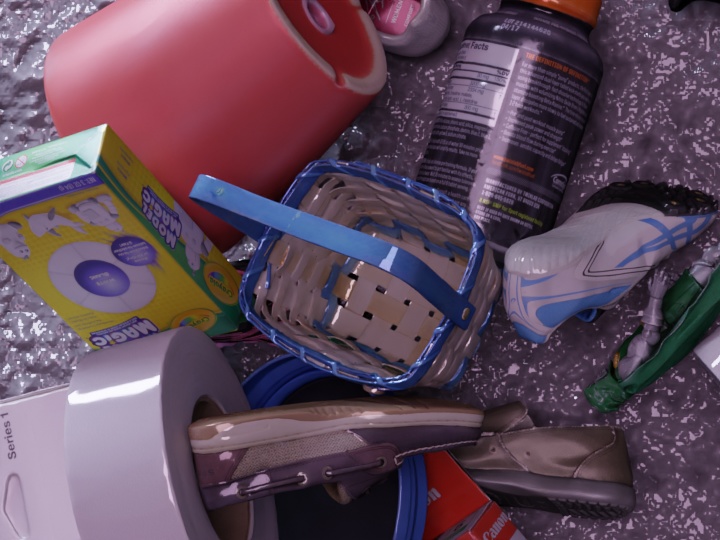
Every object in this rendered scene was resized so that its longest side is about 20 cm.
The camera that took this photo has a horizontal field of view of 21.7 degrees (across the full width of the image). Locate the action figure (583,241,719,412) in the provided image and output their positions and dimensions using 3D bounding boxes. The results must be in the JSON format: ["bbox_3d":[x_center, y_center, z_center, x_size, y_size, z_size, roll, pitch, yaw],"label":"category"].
[{"bbox_3d":[0.228,0.022,1.314,0.055,0.118,0.200,42,103,13],"label":"action figure"}]

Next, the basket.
[{"bbox_3d":[0.000,0.000,1.232,0.176,0.200,0.140,23,80,33],"label":"basket"}]

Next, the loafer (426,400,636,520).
[{"bbox_3d":[0.101,0.130,1.341,0.198,0.075,0.070,8,71,11],"label":"loafer"}]

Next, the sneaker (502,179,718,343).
[{"bbox_3d":[0.173,-0.010,1.308,0.072,0.199,0.073,27,130,42],"label":"sneaker"}]

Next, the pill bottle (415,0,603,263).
[{"bbox_3d":[0.110,-0.112,1.343,0.105,0.106,0.202,18,87,12],"label":"pill bottle"}]

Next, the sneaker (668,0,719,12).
[{"bbox_3d":[0.314,-0.184,1.337,0.199,0.071,0.080,25,93,17],"label":"sneaker"}]

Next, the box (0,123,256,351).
[{"bbox_3d":[-0.164,-0.006,1.266,0.117,0.200,0.049,-15,48,26],"label":"box"}]

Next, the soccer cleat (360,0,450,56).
[{"bbox_3d":[-0.028,-0.213,1.390,0.198,0.086,0.070,17,87,12],"label":"soccer cleat"}]

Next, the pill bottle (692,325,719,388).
[{"bbox_3d":[0.333,0.026,1.284,0.200,0.110,0.110,-40,78,4],"label":"pill bottle"}]

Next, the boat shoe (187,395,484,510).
[{"bbox_3d":[-0.014,0.118,1.212,0.198,0.072,0.065,-3,92,-23],"label":"boat shoe"}]

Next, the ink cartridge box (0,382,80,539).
[{"bbox_3d":[-0.182,0.160,1.316,0.083,0.200,0.146,-15,81,12],"label":"ink cartridge box"}]

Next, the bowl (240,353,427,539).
[{"bbox_3d":[-0.032,0.159,1.326,0.200,0.039,0.203,-7,80,43],"label":"bowl"}]

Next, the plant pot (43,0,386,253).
[{"bbox_3d":[-0.091,-0.134,1.311,0.177,0.200,0.201,-33,78,26],"label":"plant pot"}]

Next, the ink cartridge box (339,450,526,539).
[{"bbox_3d":[0.069,0.219,1.298,0.109,0.050,0.200,-39,92,33],"label":"ink cartridge box"}]

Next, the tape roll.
[{"bbox_3d":[-0.122,0.143,1.243,0.070,0.202,0.204,-15,81,13],"label":"tape roll"}]

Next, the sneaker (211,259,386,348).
[{"bbox_3d":[-0.068,0.020,1.368,0.198,0.095,0.080,-7,80,8],"label":"sneaker"}]
